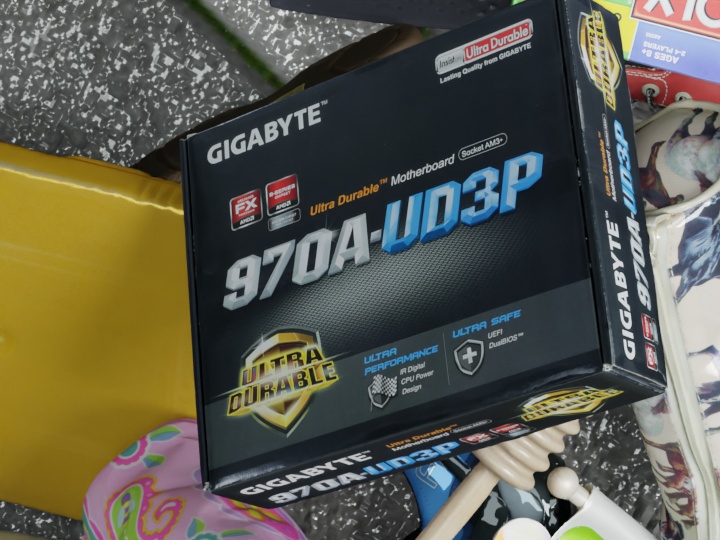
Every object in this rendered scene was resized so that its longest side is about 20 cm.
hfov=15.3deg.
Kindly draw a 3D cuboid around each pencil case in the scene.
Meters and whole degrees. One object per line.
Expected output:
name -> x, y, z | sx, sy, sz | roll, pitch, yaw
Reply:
pencil case -> 0.142, 0.034, 1.117 | 0.077, 0.089, 0.201 | 4, 127, 35
pencil case -> -0.052, 0.139, 1.115 | 0.087, 0.200, 0.088 | -11, 117, -22

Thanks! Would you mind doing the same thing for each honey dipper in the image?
honey dipper -> 0.023, 0.123, 1.135 | 0.038, 0.038, 0.200 | 40, 96, 8

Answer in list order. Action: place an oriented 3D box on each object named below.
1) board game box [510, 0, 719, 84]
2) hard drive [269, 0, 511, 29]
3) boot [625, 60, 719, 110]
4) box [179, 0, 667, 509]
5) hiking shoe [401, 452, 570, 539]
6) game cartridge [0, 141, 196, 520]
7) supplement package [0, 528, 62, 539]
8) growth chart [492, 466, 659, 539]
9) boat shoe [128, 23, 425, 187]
board game box -> 0.171, -0.138, 1.080 | 0.199, 0.029, 0.135 | 14, 96, 1
hard drive -> 0.061, -0.163, 1.153 | 0.199, 0.135, 0.042 | 3, 48, 1
boot -> 0.162, -0.054, 1.142 | 0.143, 0.072, 0.201 | -7, 103, 2
box -> 0.020, -0.005, 1.068 | 0.199, 0.046, 0.160 | -19, 66, 33
hiking shoe -> 0.044, 0.051, 1.181 | 0.086, 0.074, 0.201 | -3, 89, 10
game cartridge -> -0.156, 0.025, 1.206 | 0.199, 0.032, 0.177 | 13, 120, 9
supplement package -> -0.216, 0.210, 1.167 | 0.146, 0.200, 0.192 | 9, 92, 10
growth chart -> 0.085, 0.197, 1.149 | 0.144, 0.018, 0.201 | 31, 80, -31
boat shoe -> -0.044, -0.032, 1.202 | 0.199, 0.072, 0.076 | -25, 109, 21
